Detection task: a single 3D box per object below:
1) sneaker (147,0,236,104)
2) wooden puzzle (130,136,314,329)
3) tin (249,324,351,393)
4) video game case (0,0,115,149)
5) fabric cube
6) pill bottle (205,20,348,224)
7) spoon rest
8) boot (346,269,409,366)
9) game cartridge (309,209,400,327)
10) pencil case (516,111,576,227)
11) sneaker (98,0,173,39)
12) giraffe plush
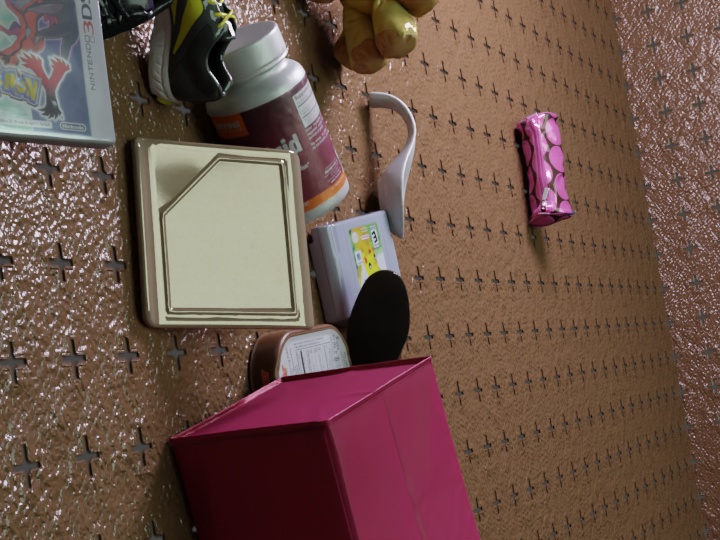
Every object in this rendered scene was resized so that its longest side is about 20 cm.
[{"bbox_3d":[-0.158,-0.261,1.392,0.074,0.084,0.202,-44,141,-63],"label":"sneaker"},{"bbox_3d":[-0.137,-0.033,1.393,0.199,0.037,0.187,3,75,-37],"label":"wooden puzzle"},{"bbox_3d":[-0.060,0.117,1.565,0.200,0.042,0.113,-8,82,-66],"label":"tin"},{"bbox_3d":[-0.289,-0.194,1.136,0.199,0.023,0.184,0,79,-48],"label":"video game case"},{"bbox_3d":[-0.030,0.214,1.353,0.200,0.195,0.201,-25,103,-54],"label":"fabric cube"},{"bbox_3d":[-0.097,-0.154,1.507,0.201,0.113,0.114,68,26,-23],"label":"pill bottle"},{"bbox_3d":[0.049,-0.141,1.879,0.099,0.060,0.202,83,1,-74],"label":"spoon rest"},{"bbox_3d":[0.023,0.086,1.697,0.076,0.073,0.202,-70,165,-68],"label":"boot"},{"bbox_3d":[0.000,0.000,1.755,0.200,0.040,0.135,-21,103,-66],"label":"game cartridge"},{"bbox_3d":[0.325,-0.182,2.507,0.093,0.090,0.202,12,66,-57],"label":"pencil case"},{"bbox_3d":[-0.237,-0.239,1.262,0.200,0.087,0.076,-48,124,-61],"label":"sneaker"},{"bbox_3d":[-0.007,-0.370,1.788,0.162,0.172,0.201,33,58,-30],"label":"giraffe plush"}]
